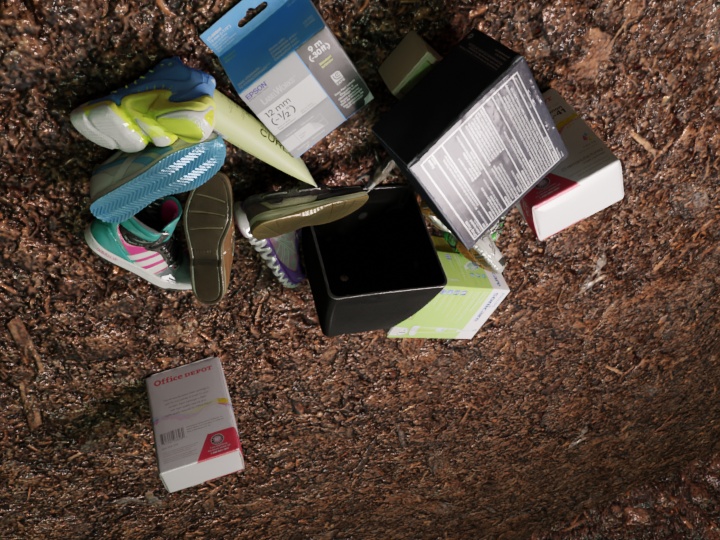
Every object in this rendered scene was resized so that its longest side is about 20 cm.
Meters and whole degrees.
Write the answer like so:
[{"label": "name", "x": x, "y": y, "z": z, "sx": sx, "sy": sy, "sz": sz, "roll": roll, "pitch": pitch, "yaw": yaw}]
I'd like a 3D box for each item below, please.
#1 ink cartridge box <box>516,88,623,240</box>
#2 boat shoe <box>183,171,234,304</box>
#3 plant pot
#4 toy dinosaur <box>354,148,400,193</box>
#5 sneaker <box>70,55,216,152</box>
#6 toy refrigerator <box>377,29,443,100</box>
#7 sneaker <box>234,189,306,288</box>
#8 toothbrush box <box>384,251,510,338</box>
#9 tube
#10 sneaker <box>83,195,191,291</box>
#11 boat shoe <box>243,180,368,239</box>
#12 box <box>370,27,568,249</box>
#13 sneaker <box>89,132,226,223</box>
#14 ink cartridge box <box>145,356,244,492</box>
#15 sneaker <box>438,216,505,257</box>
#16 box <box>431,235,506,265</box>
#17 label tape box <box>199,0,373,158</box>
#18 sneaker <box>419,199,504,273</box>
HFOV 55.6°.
[{"label": "ink cartridge box", "x": 0.292, "y": -0.168, "z": 1.063, "sx": 0.145, "sy": 0.202, "sz": 0.086, "roll": -28, "pitch": 139, "yaw": 6}, {"label": "boat shoe", "x": -0.222, "y": -0.055, "z": 1.017, "sx": 0.070, "sy": 0.068, "sz": 0.205, "roll": 11, "pitch": 111, "yaw": 0}, {"label": "plant pot", "x": 0.000, "y": 0.000, "z": 1.127, "sx": 0.195, "sy": 0.203, "sz": 0.179, "roll": -5, "pitch": 147, "yaw": -21}, {"label": "toy dinosaur", "x": 0.091, "y": -0.181, "z": 1.067, "sx": 0.196, "sy": 0.102, "sz": 0.079, "roll": -16, "pitch": 96, "yaw": -28}, {"label": "sneaker", "x": -0.266, "y": -0.212, "z": 0.865, "sx": 0.194, "sy": 0.107, "sz": 0.076, "roll": 4, "pitch": 152, "yaw": 13}, {"label": "toy refrigerator", "x": 0.122, "y": -0.253, "z": 1.003, "sx": 0.076, "sy": 0.071, "sz": 0.198, "roll": -43, "pitch": 136, "yaw": 20}, {"label": "sneaker", "x": -0.125, "y": -0.052, "z": 1.092, "sx": 0.087, "sy": 0.081, "sz": 0.201, "roll": -33, "pitch": 138, "yaw": -1}, {"label": "toothbrush box", "x": 0.146, "y": 0.047, "z": 1.241, "sx": 0.195, "sy": 0.087, "sz": 0.147, "roll": 5, "pitch": 136, "yaw": -28}, {"label": "tube", "x": -0.142, "y": -0.183, "z": 0.954, "sx": 0.051, "sy": 0.059, "sz": 0.198, "roll": -11, "pitch": 149, "yaw": 44}, {"label": "sneaker", "x": -0.290, "y": -0.049, "z": 1.012, "sx": 0.120, "sy": 0.085, "sz": 0.198, "roll": -35, "pitch": 138, "yaw": 27}, {"label": "boat shoe", "x": -0.079, "y": -0.104, "z": 1.011, "sx": 0.197, "sy": 0.067, "sz": 0.072, "roll": -19, "pitch": 165, "yaw": -28}, {"label": "box", "x": 0.152, "y": -0.178, "z": 0.944, "sx": 0.198, "sy": 0.124, "sz": 0.200, "roll": -43, "pitch": 134, "yaw": 3}, {"label": "sneaker", "x": -0.274, "y": -0.142, "z": 0.911, "sx": 0.196, "sy": 0.082, "sz": 0.077, "roll": -22, "pitch": 148, "yaw": 3}, {"label": "ink cartridge box", "x": -0.303, "y": 0.279, "z": 1.251, "sx": 0.144, "sy": 0.203, "sz": 0.087, "roll": -14, "pitch": 140, "yaw": -10}, {"label": "sneaker", "x": 0.235, "y": -0.101, "z": 1.196, "sx": 0.199, "sy": 0.086, "sz": 0.077, "roll": -41, "pitch": 157, "yaw": 21}, {"label": "box", "x": 0.178, "y": -0.015, "z": 1.293, "sx": 0.196, "sy": 0.051, "sz": 0.076, "roll": 9, "pitch": 132, "yaw": -32}, {"label": "label tape box", "x": -0.091, "y": -0.263, "z": 0.893, "sx": 0.142, "sy": 0.067, "sz": 0.200, "roll": -34, "pitch": 140, "yaw": 10}, {"label": "sneaker", "x": 0.188, "y": -0.078, "z": 1.124, "sx": 0.200, "sy": 0.075, "sz": 0.088, "roll": 43, "pitch": 76, "yaw": -28}]
